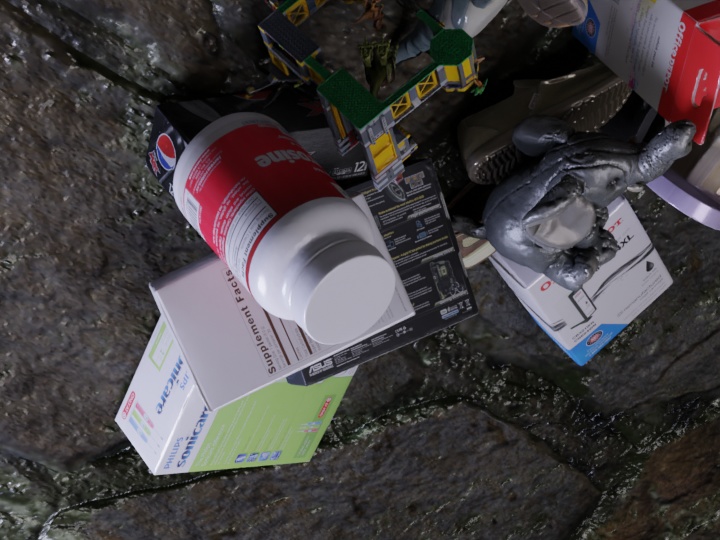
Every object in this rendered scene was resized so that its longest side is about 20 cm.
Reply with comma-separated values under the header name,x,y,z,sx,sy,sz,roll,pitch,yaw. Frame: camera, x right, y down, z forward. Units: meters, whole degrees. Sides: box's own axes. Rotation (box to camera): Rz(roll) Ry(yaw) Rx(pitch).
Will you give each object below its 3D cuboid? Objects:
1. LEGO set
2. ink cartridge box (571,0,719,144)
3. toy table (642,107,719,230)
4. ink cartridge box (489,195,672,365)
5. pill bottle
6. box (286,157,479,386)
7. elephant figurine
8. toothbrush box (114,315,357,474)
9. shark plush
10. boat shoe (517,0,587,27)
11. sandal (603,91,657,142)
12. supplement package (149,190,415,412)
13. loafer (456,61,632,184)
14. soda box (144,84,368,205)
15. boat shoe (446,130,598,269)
name,x,y,z,sx,sy,sz,roll,pitch,yaw
LEGO set,0.009,-0.166,1.624,0.154,0.200,0.116,-47,154,-15
ink cartridge box,0.290,-0.223,1.808,0.067,0.200,0.117,-20,139,-27
toy table,0.364,-0.128,2.008,0.183,0.200,0.118,28,105,-14
ink cartridge box,0.236,-0.007,2.078,0.146,0.084,0.200,-42,145,0
pill bottle,-0.060,-0.033,1.559,0.112,0.200,0.113,-23,137,-23
box,0.000,0.000,1.823,0.199,0.043,0.161,-23,99,-25
elephant figurine,0.197,-0.085,1.806,0.155,0.142,0.200,-37,162,-24
toothbrush box,-0.116,0.111,1.873,0.199,0.086,0.146,-2,127,-43
shark plush,0.085,-0.248,1.694,0.091,0.083,0.200,-37,173,-33
boat shoe,0.148,-0.300,1.721,0.200,0.075,0.072,48,57,-46
sandal,0.284,-0.201,1.939,0.045,0.075,0.201,0,130,-29
supplement package,-0.072,0.025,1.700,0.199,0.120,0.121,-25,-174,-6
loafer,0.178,-0.159,1.878,0.199,0.068,0.076,-28,155,-14
soda box,-0.084,-0.113,1.684,0.199,0.071,0.064,-11,134,-34
boat shoe,0.153,-0.085,1.934,0.202,0.075,0.075,-43,138,2
